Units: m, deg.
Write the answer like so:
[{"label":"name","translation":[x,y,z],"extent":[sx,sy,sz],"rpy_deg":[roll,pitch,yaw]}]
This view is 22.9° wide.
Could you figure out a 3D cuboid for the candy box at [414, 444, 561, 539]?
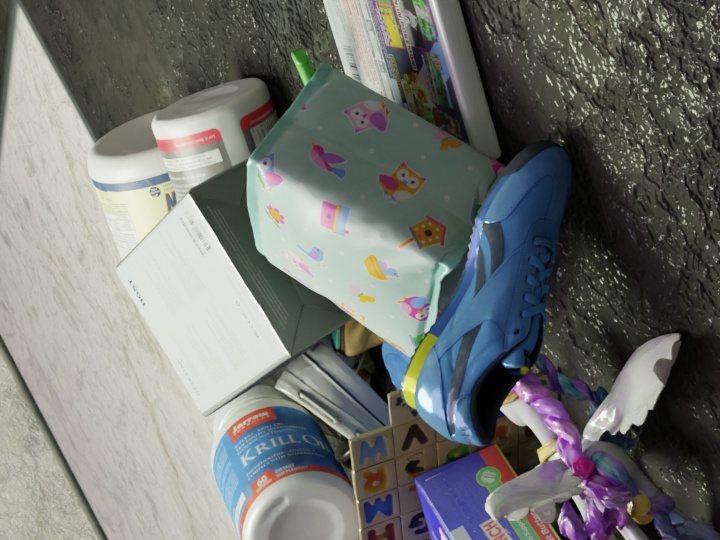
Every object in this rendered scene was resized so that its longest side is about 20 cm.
[{"label":"candy box","translation":[0.120,0.258,1.331],"extent":[0.201,0.076,0.170],"rpy_deg":[74,168,-45]}]

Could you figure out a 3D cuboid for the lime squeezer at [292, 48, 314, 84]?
[{"label":"lime squeezer","translation":[-0.022,-0.093,1.390],"extent":[0.071,0.038,0.200],"rpy_deg":[43,169,21]}]

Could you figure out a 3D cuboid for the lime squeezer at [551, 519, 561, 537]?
[{"label":"lime squeezer","translation":[0.161,0.241,1.412],"extent":[0.200,0.037,0.071],"rpy_deg":[90,160,-68]}]

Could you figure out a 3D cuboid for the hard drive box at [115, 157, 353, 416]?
[{"label":"hard drive box","translation":[-0.109,0.017,1.484],"extent":[0.157,0.076,0.200],"rpy_deg":[58,148,2]}]

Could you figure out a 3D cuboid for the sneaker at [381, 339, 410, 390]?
[{"label":"sneaker","translation":[0.048,0.134,1.457],"extent":[0.200,0.111,0.077],"rpy_deg":[51,157,31]}]

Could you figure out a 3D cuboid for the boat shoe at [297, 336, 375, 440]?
[{"label":"boat shoe","translation":[-0.019,0.083,1.631],"extent":[0.068,0.075,0.201],"rpy_deg":[39,154,29]}]

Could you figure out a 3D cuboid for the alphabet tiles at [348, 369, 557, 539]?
[{"label":"alphabet tiles","translation":[0.073,0.146,1.334],"extent":[0.006,0.165,0.201],"rpy_deg":[-120,17,-44]}]

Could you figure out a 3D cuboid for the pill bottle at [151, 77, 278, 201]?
[{"label":"pill bottle","translation":[-0.105,-0.061,1.594],"extent":[0.110,0.110,0.202],"rpy_deg":[18,130,63]}]

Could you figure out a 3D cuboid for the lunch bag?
[{"label":"lunch bag","translation":[0.012,-0.026,1.269],"extent":[0.169,0.122,0.201],"rpy_deg":[30,154,12]}]

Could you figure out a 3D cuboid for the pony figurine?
[{"label":"pony figurine","translation":[0.156,0.132,1.176],"extent":[0.200,0.166,0.193],"rpy_deg":[51,169,-10]}]

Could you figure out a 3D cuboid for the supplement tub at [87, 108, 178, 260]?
[{"label":"supplement tub","translation":[-0.168,-0.045,1.722],"extent":[0.145,0.144,0.202],"rpy_deg":[25,138,59]}]

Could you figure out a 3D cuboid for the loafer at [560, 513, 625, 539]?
[{"label":"loafer","translation":[0.206,0.268,1.292],"extent":[0.201,0.070,0.070],"rpy_deg":[58,169,15]}]

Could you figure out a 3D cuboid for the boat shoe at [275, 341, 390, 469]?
[{"label":"boat shoe","translation":[0.006,0.149,1.568],"extent":[0.200,0.066,0.072],"rpy_deg":[47,171,-20]}]

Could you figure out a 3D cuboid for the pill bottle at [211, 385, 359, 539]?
[{"label":"pill bottle","translation":[-0.075,0.187,1.619],"extent":[0.200,0.111,0.113],"rpy_deg":[-127,19,-60]}]

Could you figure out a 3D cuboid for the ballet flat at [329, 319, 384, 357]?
[{"label":"ballet flat","translation":[0.000,0.000,1.484],"extent":[0.201,0.062,0.069],"rpy_deg":[86,173,-57]}]

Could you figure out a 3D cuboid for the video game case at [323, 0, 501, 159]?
[{"label":"video game case","translation":[0.023,-0.182,1.267],"extent":[0.182,0.023,0.202],"rpy_deg":[25,136,60]}]

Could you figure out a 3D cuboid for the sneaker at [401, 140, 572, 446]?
[{"label":"sneaker","translation":[0.100,0.018,1.142],"extent":[0.078,0.202,0.066],"rpy_deg":[28,-175,42]}]
